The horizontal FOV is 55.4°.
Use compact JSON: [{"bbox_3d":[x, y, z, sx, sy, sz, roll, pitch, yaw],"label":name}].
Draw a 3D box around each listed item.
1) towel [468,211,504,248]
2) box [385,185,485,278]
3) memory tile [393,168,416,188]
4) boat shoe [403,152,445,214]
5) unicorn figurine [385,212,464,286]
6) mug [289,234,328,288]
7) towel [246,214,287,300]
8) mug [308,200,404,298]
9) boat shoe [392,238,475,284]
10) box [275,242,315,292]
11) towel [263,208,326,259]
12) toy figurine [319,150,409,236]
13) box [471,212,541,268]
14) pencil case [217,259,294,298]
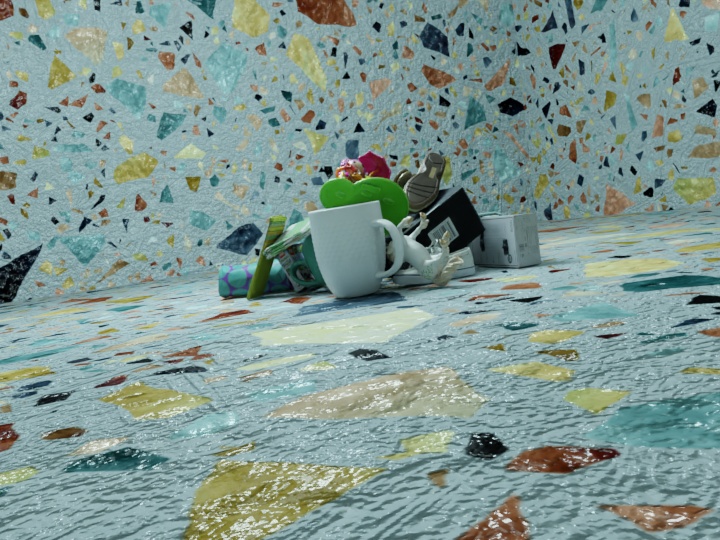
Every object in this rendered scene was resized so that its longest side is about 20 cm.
[{"bbox_3d":[0.273,-0.082,1.801,0.196,0.049,0.172,-7,-27,-1],"label":"towel"},{"bbox_3d":[0.144,-0.084,1.584,0.199,0.125,0.196,-38,16,-19],"label":"box"},{"bbox_3d":[0.074,-0.150,1.645,0.017,0.201,0.153,43,16,22],"label":"memory tile"},{"bbox_3d":[0.144,-0.183,1.567,0.074,0.075,0.203,28,48,7],"label":"boat shoe"},{"bbox_3d":[0.109,-0.043,1.346,0.073,0.138,0.201,-11,49,-32],"label":"unicorn figurine"},{"bbox_3d":[-0.052,-0.021,1.549,0.151,0.115,0.185,-3,-35,-47],"label":"mug"},{"bbox_3d":[-0.221,-0.032,1.599,0.018,0.203,0.086,21,10,13],"label":"towel"},{"bbox_3d":[0.000,-0.042,1.360,0.198,0.178,0.147,-4,8,37],"label":"mug"},{"bbox_3d":[0.154,-0.022,1.440,0.199,0.088,0.074,-9,4,-24],"label":"boat shoe"},{"bbox_3d":[-0.129,-0.014,1.686,0.035,0.111,0.200,-34,-5,21],"label":"box"},{"bbox_3d":[-0.121,-0.103,1.547,0.199,0.024,0.153,-28,15,36],"label":"towel"},{"bbox_3d":[0.002,-0.193,1.512,0.197,0.151,0.185,16,36,-16],"label":"toy figurine"},{"bbox_3d":[0.325,-0.069,1.565,0.059,0.119,0.200,-9,3,-20],"label":"box"},{"bbox_3d":[-0.255,0.016,1.704,0.197,0.086,0.093,-6,19,12],"label":"pencil case"}]
